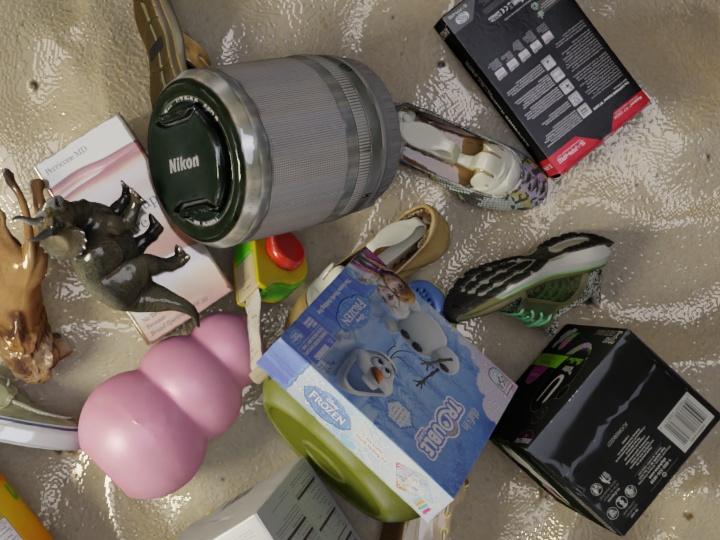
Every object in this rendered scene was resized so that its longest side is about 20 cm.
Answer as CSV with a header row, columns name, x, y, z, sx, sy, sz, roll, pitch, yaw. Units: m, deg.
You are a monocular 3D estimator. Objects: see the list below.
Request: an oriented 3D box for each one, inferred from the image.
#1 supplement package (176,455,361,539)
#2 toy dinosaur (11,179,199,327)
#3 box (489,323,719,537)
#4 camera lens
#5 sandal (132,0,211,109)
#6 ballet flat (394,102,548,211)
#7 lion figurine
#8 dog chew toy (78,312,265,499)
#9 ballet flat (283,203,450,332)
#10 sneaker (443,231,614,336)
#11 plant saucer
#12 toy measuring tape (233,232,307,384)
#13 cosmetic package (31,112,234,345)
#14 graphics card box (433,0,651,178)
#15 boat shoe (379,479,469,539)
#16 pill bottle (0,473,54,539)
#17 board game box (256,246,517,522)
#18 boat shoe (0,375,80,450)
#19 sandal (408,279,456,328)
name,x,y,z,sx,sy,sz,roll,pitch,yaw
supplement package,-0.074,0.312,1.248,0.152,0.151,0.200,-33,93,19
toy dinosaur,-0.221,-0.014,1.217,0.102,0.077,0.200,-41,126,-9
box,0.221,0.145,1.286,0.124,0.200,0.149,42,84,-5
camera lens,-0.082,-0.114,1.241,0.200,0.160,0.161,-16,91,-40
sandal,-0.175,-0.202,1.317,0.054,0.080,0.201,-11,85,-29
ballet flat,0.099,-0.111,1.345,0.200,0.072,0.072,22,86,-6
lion figurine,-0.313,0.011,1.247,0.072,0.200,0.123,-9,56,-12
dog chew toy,-0.171,0.120,1.283,0.125,0.125,0.200,46,75,-4
ballet flat,0.000,0.000,1.328,0.200,0.063,0.069,-38,59,-10
sneaker,0.173,0.030,1.333,0.200,0.077,0.089,-19,108,-26
plant saucer,-0.025,0.169,1.253,0.200,0.200,0.031,46,73,-4
toy measuring tape,-0.081,0.025,1.291,0.073,0.074,0.200,-4,53,-7
cosmetic package,-0.215,-0.038,1.293,0.103,0.087,0.200,-34,93,-6
graphics card box,0.183,-0.209,1.367,0.125,0.051,0.200,-39,94,-6
boat shoe,0.071,0.217,1.336,0.069,0.074,0.201,16,86,-20
pill bottle,-0.349,0.263,1.256,0.111,0.111,0.200,-38,93,-7
board game box,0.031,0.094,1.202,0.199,0.200,0.043,43,123,-1
boat shoe,-0.358,0.126,1.280,0.199,0.072,0.062,14,82,-5
sandal,0.029,0.101,1.312,0.087,0.079,0.201,28,80,-48
